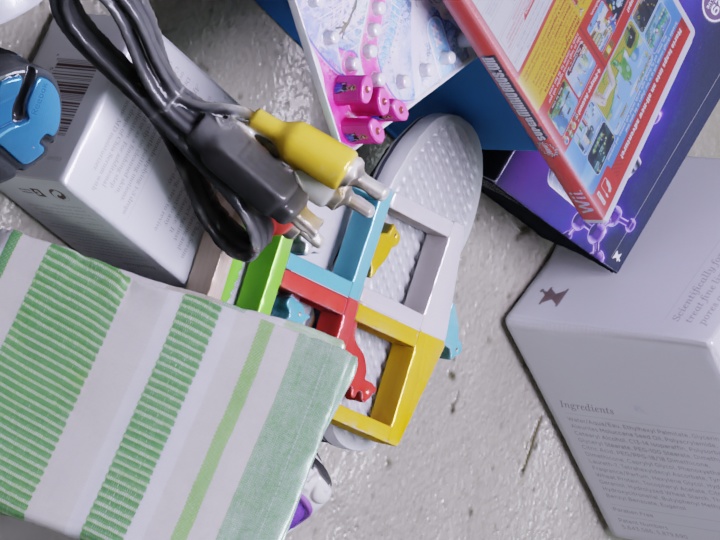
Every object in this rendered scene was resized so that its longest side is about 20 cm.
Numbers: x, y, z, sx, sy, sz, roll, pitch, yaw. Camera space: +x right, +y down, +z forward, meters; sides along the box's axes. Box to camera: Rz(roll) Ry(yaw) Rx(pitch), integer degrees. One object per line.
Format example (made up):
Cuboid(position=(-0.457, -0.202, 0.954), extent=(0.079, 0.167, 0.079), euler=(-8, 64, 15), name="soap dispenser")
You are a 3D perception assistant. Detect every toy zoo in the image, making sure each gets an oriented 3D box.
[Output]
Cuboid(position=(-0.011, 0.014, 1.596), extent=(0.200, 0.020, 0.132), euler=(26, 77, -43), name="toy zoo")

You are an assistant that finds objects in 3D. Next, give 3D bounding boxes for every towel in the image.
Cuboid(position=(-0.117, 0.071, 1.476), extent=(0.023, 0.199, 0.153), euler=(93, 17, -61), name="towel")

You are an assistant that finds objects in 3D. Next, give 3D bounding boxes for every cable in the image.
Cuboid(position=(-0.081, -0.079, 1.482), extent=(0.200, 0.097, 0.050), euler=(43, 49, -8), name="cable")

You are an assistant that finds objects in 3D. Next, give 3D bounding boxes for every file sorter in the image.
Cuboid(position=(0.044, -0.171, 1.658), extent=(0.200, 0.138, 0.123), euler=(43, 62, -42), name="file sorter")

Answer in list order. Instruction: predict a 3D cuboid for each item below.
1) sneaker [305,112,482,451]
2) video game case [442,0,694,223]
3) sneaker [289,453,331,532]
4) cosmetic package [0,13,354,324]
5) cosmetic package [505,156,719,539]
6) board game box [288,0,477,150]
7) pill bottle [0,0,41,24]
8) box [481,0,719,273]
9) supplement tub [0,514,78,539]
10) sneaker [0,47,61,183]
Cuboid(position=(0.000, 0.000, 1.672), extent=(0.078, 0.079, 0.201), euler=(32, 75, -41), name="sneaker")
Cuboid(position=(0.112, -0.143, 1.584), extent=(0.200, 0.017, 0.143), euler=(54, 52, -39), name="video game case")
Cuboid(position=(-0.099, 0.089, 1.586), extent=(0.083, 0.081, 0.200), euler=(-45, 121, 4), name="sneaker")
Cuboid(position=(-0.099, -0.042, 1.566), extent=(0.200, 0.071, 0.102), euler=(42, 66, -42), name="cosmetic package")
Cuboid(position=(0.228, 0.055, 1.870), extent=(0.165, 0.164, 0.201), euler=(-52, 129, -31), name="cosmetic package")
Cuboid(position=(0.025, -0.191, 1.510), extent=(0.200, 0.026, 0.201), euler=(-39, 120, -44), name="board game box")
Cuboid(position=(-0.212, -0.216, 1.387), extent=(0.112, 0.112, 0.201), euler=(-39, 123, -37), name="pill bottle")
Cuboid(position=(0.146, -0.121, 1.787), extent=(0.141, 0.079, 0.201), euler=(33, 87, -47), name="box")
Cuboid(position=(-0.098, 0.199, 1.548), extent=(0.200, 0.145, 0.146), euler=(41, 66, -42), name="supplement tub")
Cuboid(position=(-0.244, -0.052, 1.414), extent=(0.199, 0.082, 0.074), euler=(-24, 125, -23), name="sneaker")
